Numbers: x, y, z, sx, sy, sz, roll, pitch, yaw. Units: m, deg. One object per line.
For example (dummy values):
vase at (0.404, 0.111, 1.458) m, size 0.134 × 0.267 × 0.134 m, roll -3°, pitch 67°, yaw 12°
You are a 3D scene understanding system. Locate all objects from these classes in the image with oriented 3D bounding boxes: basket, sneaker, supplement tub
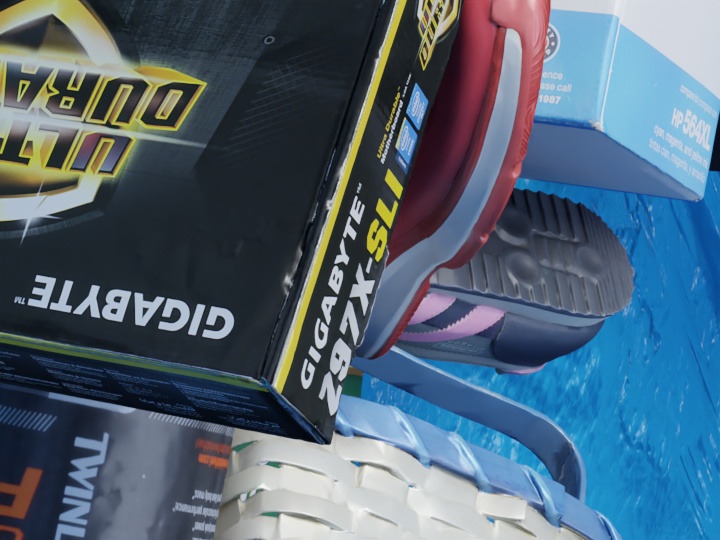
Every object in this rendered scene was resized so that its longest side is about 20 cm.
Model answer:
basket at (-0.003, 0.094, 0.967) m, size 0.139 × 0.176 × 0.201 m, roll -48°, pitch -157°, yaw 41°
sneaker at (0.000, 0.000, 1.083) m, size 0.199 × 0.082 × 0.070 m, roll 18°, pitch 51°, yaw -23°
supplement tub at (-0.098, 0.090, 0.863) m, size 0.107 × 0.107 × 0.201 m, roll 21°, pitch 78°, yaw -64°
sneaker at (-0.020, -0.042, 0.877) m, size 0.200 × 0.115 × 0.079 m, roll 117°, pitch -17°, yaw -52°

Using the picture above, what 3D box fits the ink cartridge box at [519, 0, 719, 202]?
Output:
ink cartridge box at (0.072, -0.142, 1.088) m, size 0.125 × 0.128 × 0.201 m, roll 25°, pitch 76°, yaw -63°

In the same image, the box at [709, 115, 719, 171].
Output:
box at (0.188, -0.141, 1.321) m, size 0.164 × 0.199 × 0.167 m, roll 36°, pitch 66°, yaw -61°

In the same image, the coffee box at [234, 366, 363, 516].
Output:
coffee box at (-0.050, 0.121, 1.098) m, size 0.123 × 0.044 × 0.201 m, roll -6°, pitch 103°, yaw -62°

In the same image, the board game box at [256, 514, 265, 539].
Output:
board game box at (-0.025, 0.182, 1.085) m, size 0.200 × 0.032 × 0.120 m, roll 50°, pitch 52°, yaw -52°

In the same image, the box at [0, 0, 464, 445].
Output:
box at (-0.080, -0.048, 0.806) m, size 0.049 × 0.199 × 0.160 m, roll 51°, pitch 54°, yaw -59°
